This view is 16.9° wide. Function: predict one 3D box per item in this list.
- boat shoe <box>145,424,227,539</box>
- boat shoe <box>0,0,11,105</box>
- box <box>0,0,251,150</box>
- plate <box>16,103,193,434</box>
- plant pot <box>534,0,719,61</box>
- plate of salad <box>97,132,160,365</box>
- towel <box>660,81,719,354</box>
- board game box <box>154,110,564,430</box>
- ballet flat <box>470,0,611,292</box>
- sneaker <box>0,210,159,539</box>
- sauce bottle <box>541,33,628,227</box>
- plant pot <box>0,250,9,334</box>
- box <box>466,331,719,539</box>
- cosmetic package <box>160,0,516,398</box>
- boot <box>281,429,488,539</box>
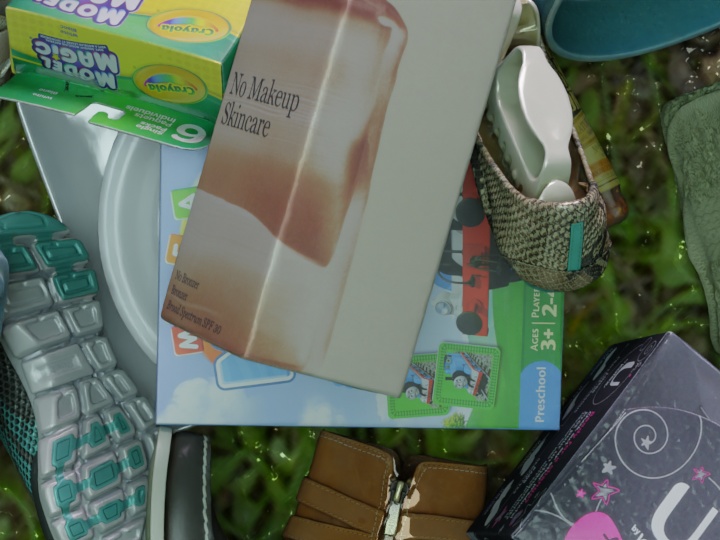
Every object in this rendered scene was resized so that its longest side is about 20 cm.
[{"bbox_3d":[-0.072,0.175,1.174,0.060,0.072,0.203,-2,86,0],"label":"boat shoe"},{"bbox_3d":[-0.203,-0.128,1.250,0.072,0.065,0.201,36,93,3],"label":"boat shoe"},{"bbox_3d":[-0.090,-0.142,1.183,0.116,0.049,0.201,15,50,14],"label":"box"},{"bbox_3d":[-0.056,-0.036,1.258,0.198,0.032,0.202,-20,90,4],"label":"plate"},{"bbox_3d":[0.141,-0.234,1.174,0.199,0.200,0.189,-26,73,3],"label":"plant pot"},{"bbox_3d":[-0.032,-0.025,1.217,0.198,0.048,0.202,-1,97,-5],"label":"plate of salad"},{"bbox_3d":[0.233,-0.037,1.182,0.199,0.036,0.150,-18,89,48],"label":"towel"},{"bbox_3d":[0.000,0.000,1.180,0.198,0.037,0.153,1,96,-4],"label":"board game box"},{"bbox_3d":[0.070,-0.080,1.117,0.067,0.076,0.201,-9,47,-13],"label":"ballet flat"},{"bbox_3d":[-0.156,0.073,1.242,0.077,0.091,0.202,-13,82,-31],"label":"sneaker"},{"bbox_3d":[0.066,-0.102,1.232,0.066,0.066,0.201,-28,91,3],"label":"sauce bottle"},{"bbox_3d":[-0.284,0.035,1.159,0.199,0.196,0.198,10,92,28],"label":"plant pot"},{"bbox_3d":[0.173,0.144,1.183,0.200,0.115,0.132,40,80,-2],"label":"box"},{"bbox_3d":[-0.010,-0.056,1.095,0.087,0.103,0.202,16,91,-28],"label":"cosmetic package"},{"bbox_3d":[-0.032,0.159,1.235,0.198,0.077,0.157,8,91,3],"label":"boot"}]
